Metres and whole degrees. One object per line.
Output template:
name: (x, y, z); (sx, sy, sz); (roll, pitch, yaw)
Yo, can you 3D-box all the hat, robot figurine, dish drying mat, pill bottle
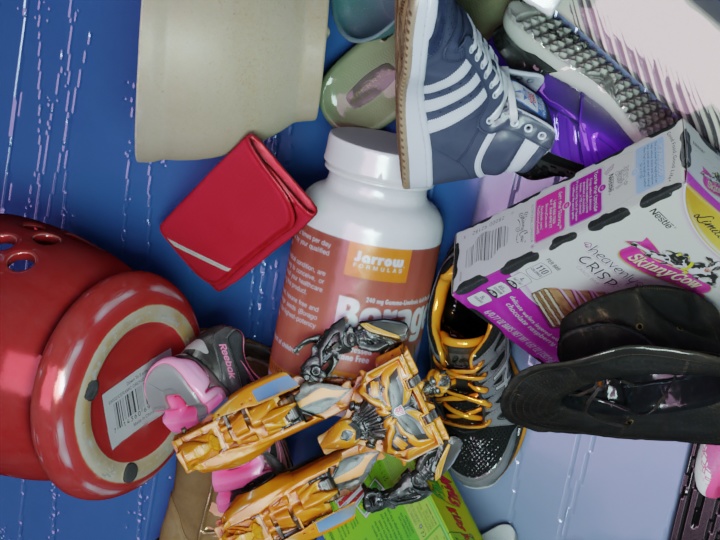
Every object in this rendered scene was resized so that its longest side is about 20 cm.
hat: (0.193, 0.056, 1.201); (0.199, 0.201, 0.081); (-10, 64, 23)
robot figurine: (-0.025, 0.122, 1.285); (0.199, 0.058, 0.146); (-26, 97, 1)
dish drying mat: (-0.097, -0.038, 1.363); (0.077, 0.018, 0.200); (50, 151, -3)
pill bottle: (0.000, 0.000, 1.348); (0.112, 0.112, 0.201); (16, 106, 19)

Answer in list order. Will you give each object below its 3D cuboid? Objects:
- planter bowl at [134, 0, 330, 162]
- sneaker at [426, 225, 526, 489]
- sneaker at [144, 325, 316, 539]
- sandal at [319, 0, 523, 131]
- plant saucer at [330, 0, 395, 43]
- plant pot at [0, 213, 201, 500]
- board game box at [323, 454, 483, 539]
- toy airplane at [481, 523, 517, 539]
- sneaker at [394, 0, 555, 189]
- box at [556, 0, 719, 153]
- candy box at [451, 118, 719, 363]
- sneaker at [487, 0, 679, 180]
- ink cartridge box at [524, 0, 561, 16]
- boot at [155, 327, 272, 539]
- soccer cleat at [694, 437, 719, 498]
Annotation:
planter bowl: (-0.091, -0.175, 1.323); (0.134, 0.200, 0.202); (5, 103, -4)
sneaker: (0.080, 0.070, 1.348); (0.078, 0.077, 0.201); (1, 102, 20)
sneaker: (-0.080, 0.128, 1.372); (0.079, 0.095, 0.201); (-10, 118, 39)
sandal: (0.045, -0.169, 1.327); (0.201, 0.057, 0.080); (-44, 83, 22)
plant saucer: (0.041, -0.252, 1.270); (0.036, 0.200, 0.201); (16, 111, -25)
plant pot: (-0.235, 0.068, 1.390); (0.182, 0.200, 0.202); (13, 105, 34)
board game box: (0.033, 0.205, 1.340); (0.102, 0.047, 0.200); (-48, 40, 18)
toy airplane: (0.107, 0.287, 1.341); (0.198, 0.141, 0.201); (17, 88, 8)
sneaker: (0.078, -0.134, 1.203); (0.108, 0.070, 0.201); (-3, 142, -1)
box: (0.233, -0.149, 1.243); (0.200, 0.082, 0.068); (43, 113, 11)
candy box: (0.181, -0.008, 1.244); (0.199, 0.061, 0.136); (-28, 131, 35)
sneaker: (0.158, -0.095, 1.295); (0.200, 0.069, 0.100); (45, 120, 12)
ink cartridge box: (0.154, -0.278, 1.212); (0.067, 0.117, 0.201); (33, 102, -7)
boot: (-0.082, 0.167, 1.440); (0.174, 0.066, 0.201); (18, 104, 17)
soccer cleat: (0.281, 0.065, 1.277); (0.086, 0.070, 0.201); (37, 109, 27)
